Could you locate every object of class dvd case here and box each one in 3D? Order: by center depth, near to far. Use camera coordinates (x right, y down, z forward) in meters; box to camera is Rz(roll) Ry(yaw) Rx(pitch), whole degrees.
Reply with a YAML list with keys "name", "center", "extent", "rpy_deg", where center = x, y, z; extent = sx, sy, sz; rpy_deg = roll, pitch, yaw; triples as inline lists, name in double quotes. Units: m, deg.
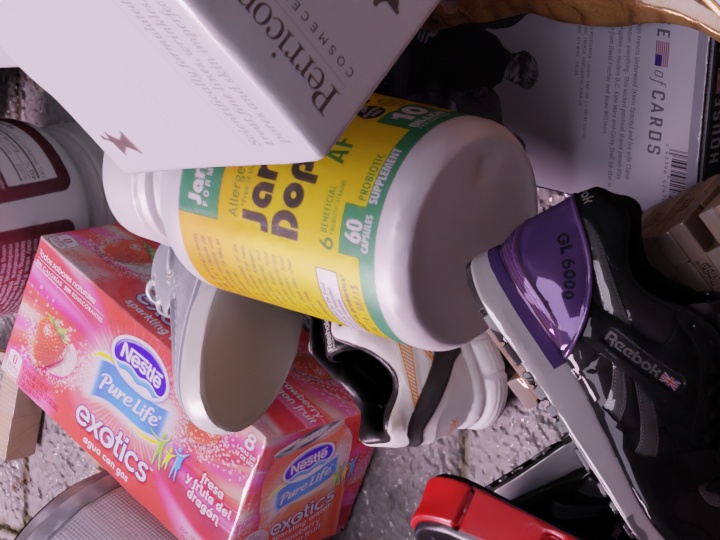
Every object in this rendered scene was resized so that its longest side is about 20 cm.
- name: "dvd case"
  center: [0.095, -0.114, 1.246]
  extent: [0.200, 0.025, 0.151]
  rpy_deg: [17, 111, 39]

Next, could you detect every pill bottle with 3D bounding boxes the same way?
- name: "pill bottle"
  center: [-0.025, -0.036, 1.232]
  extent: [0.200, 0.113, 0.113]
  rpy_deg: [16, 111, 36]
- name: "pill bottle"
  center: [-0.229, -0.026, 1.452]
  extent: [0.114, 0.200, 0.114]
  rpy_deg: [12, 107, 42]

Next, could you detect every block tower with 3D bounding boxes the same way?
- name: "block tower"
  center: [0.137, 0.004, 1.190]
  extent: [0.058, 0.054, 0.200]
  rpy_deg: [53, 139, -6]

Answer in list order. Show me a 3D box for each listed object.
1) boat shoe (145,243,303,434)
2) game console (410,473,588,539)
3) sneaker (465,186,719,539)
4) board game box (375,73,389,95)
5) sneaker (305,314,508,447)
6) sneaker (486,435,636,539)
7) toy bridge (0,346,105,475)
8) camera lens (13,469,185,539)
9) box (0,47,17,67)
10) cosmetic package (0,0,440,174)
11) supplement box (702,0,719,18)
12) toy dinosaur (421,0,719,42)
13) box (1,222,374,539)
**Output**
- name: "boat shoe"
  center: [-0.074, 0.000, 1.350]
  extent: [0.071, 0.070, 0.201]
  rpy_deg: [-14, 53, 36]
- name: "game console"
  center: [0.116, 0.174, 1.199]
  extent: [0.177, 0.031, 0.200]
  rpy_deg: [21, 156, 26]
- name: "sneaker"
  center: [0.137, 0.056, 1.123]
  extent: [0.088, 0.076, 0.200]
  rpy_deg: [-35, 94, 16]
- name: "board game box"
  center: [-0.066, -0.198, 1.292]
  extent: [0.062, 0.200, 0.200]
  rpy_deg: [-1, 85, 45]
- name: "sneaker"
  center: [0.000, 0.000, 1.310]
  extent: [0.200, 0.080, 0.074]
  rpy_deg: [61, 148, 10]
- name: "sneaker"
  center: [0.124, 0.117, 1.232]
  extent: [0.200, 0.076, 0.088]
  rpy_deg: [-38, 79, 41]
- name: "toy bridge"
  center: [-0.211, 0.084, 1.582]
  extent: [0.200, 0.027, 0.067]
  rpy_deg: [28, 115, 36]
- name: "camera lens"
  center: [-0.101, 0.216, 1.416]
  extent: [0.200, 0.160, 0.160]
  rpy_deg: [35, 122, 32]
- name: "box"
  center: [-0.171, -0.216, 1.372]
  extent: [0.199, 0.171, 0.200]
  rpy_deg: [4, 102, 43]
- name: "cosmetic package"
  center: [-0.060, -0.170, 1.139]
  extent: [0.165, 0.200, 0.165]
  rpy_deg: [-2, 138, 53]
- name: "supplement box"
  center: [0.159, -0.169, 1.115]
  extent: [0.200, 0.067, 0.069]
  rpy_deg: [45, 128, 9]
- name: "toy dinosaur"
  center: [0.117, -0.134, 1.181]
  extent: [0.200, 0.060, 0.106]
  rpy_deg: [12, 119, 28]
- name: "box"
  center: [-0.093, 0.064, 1.415]
  extent: [0.200, 0.103, 0.095]
  rpy_deg: [40, 123, 32]
